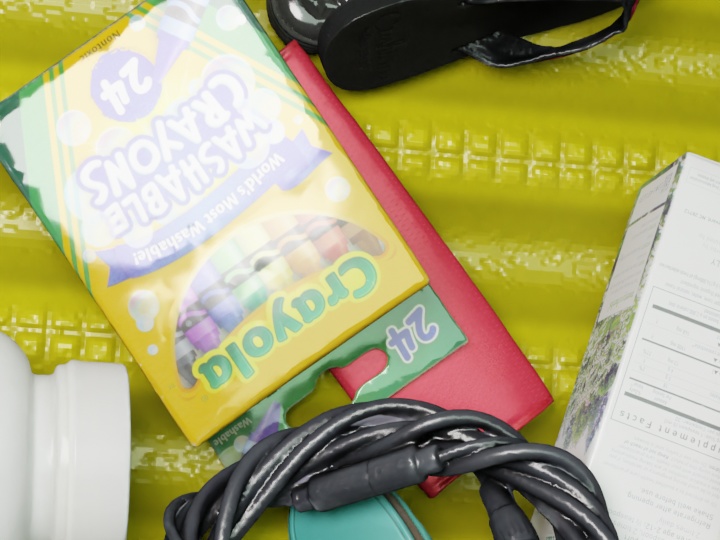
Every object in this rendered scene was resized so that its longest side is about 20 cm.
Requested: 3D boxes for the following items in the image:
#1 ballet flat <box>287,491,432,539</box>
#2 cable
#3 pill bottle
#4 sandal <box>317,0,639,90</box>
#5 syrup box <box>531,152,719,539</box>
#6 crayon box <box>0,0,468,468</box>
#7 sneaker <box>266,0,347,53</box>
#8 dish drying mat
[{"bbox_3d":[0.034,0.170,0.943,0.067,0.070,0.201,-42,59,14],"label":"ballet flat"},{"bbox_3d":[0.009,0.123,0.900,0.199,0.051,0.164,23,69,24],"label":"cable"},{"bbox_3d":[-0.195,0.077,0.894,0.198,0.112,0.114,2,82,-11],"label":"pill bottle"},{"bbox_3d":[0.079,-0.118,0.990,0.198,0.075,0.045,-22,57,-9],"label":"sandal"},{"bbox_3d":[0.140,0.059,0.977,0.081,0.079,0.202,19,79,-5],"label":"syrup box"},{"bbox_3d":[-0.057,-0.016,0.950,0.125,0.052,0.201,-35,90,1],"label":"crayon box"},{"bbox_3d":[0.041,-0.180,0.978,0.200,0.104,0.060,-42,92,-13],"label":"sneaker"},{"bbox_3d":[0.000,0.000,0.987,0.077,0.018,0.201,-36,90,-3],"label":"dish drying mat"}]
